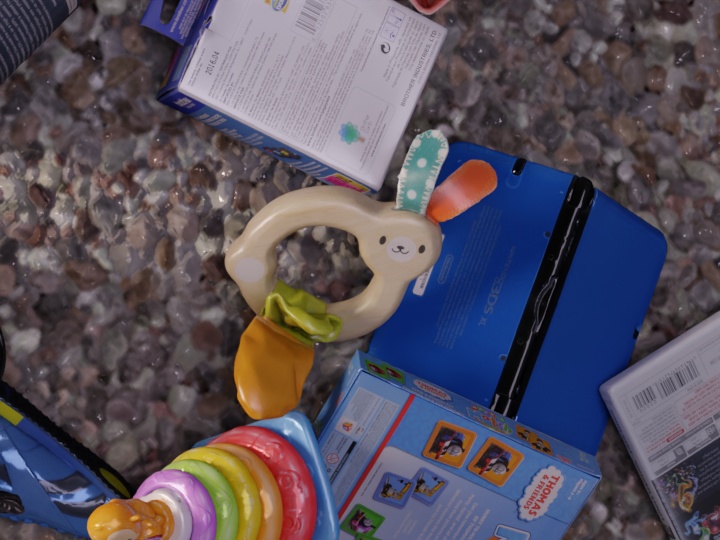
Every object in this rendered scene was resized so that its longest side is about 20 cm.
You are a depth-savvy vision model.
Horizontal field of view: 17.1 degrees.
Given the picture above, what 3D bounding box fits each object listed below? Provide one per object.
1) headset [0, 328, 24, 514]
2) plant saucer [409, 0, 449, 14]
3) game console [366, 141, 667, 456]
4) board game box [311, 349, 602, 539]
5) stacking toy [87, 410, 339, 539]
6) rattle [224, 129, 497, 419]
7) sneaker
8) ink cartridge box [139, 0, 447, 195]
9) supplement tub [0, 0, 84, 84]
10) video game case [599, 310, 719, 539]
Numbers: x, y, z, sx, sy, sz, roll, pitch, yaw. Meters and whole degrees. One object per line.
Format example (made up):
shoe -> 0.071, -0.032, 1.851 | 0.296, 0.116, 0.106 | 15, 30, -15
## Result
headset -> -0.284, 0.078, 1.603 | 0.123, 0.200, 0.094 | -39, 142, 10
plant saucer -> 0.059, -0.318, 1.757 | 0.200, 0.037, 0.200 | -39, 90, -11
game console -> 0.118, 0.028, 1.801 | 0.170, 0.118, 0.200 | 18, 80, 16
board game box -> 0.050, 0.162, 1.726 | 0.200, 0.037, 0.151 | 25, 111, -14
stacking toy -> -0.114, 0.165, 1.620 | 0.200, 0.116, 0.110 | -3, 75, -57
rattle -> 0.000, 0.000, 1.665 | 0.200, 0.143, 0.130 | -22, 103, 19
sneaker -> -0.222, 0.151, 1.667 | 0.200, 0.066, 0.078 | 40, 92, -13
ink cartridge box -> -0.056, -0.157, 1.725 | 0.200, 0.076, 0.137 | 27, 79, -17
supplement tub -> -0.285, -0.184, 1.620 | 0.140, 0.140, 0.200 | 45, 75, -10
video game case -> 0.302, 0.119, 1.843 | 0.200, 0.023, 0.182 | -30, 103, -18
